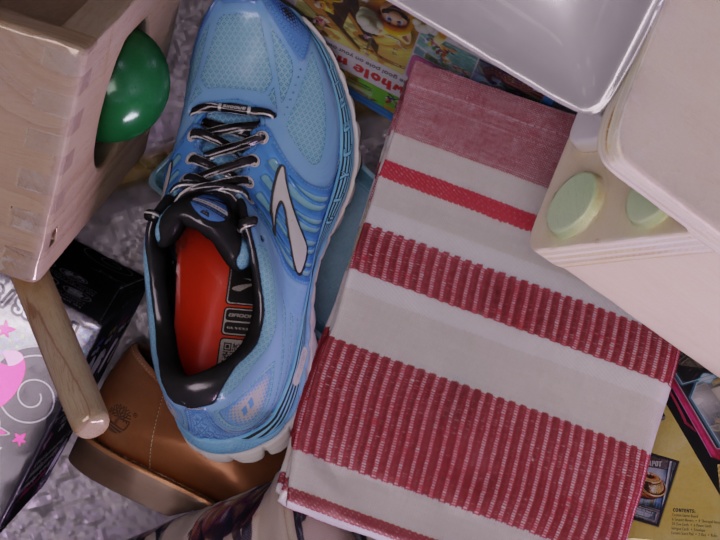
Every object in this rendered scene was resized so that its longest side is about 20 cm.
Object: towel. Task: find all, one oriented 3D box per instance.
[{"bbox_3d":[0.059,0.026,1.144,0.144,0.023,0.200,20,72,-5],"label":"towel"}]

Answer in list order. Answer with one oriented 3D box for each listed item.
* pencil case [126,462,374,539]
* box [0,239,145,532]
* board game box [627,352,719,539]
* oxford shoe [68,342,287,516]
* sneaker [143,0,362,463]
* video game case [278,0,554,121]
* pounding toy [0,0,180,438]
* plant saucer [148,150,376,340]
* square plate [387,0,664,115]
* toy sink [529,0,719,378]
[{"bbox_3d":[-0.083,0.144,1.180,0.200,0.089,0.078,-26,135,25],"label":"pencil case"},{"bbox_3d":[-0.212,0.017,1.202,0.200,0.132,0.115,27,100,1],"label":"box"},{"bbox_3d":[0.124,0.057,1.189,0.200,0.035,0.136,4,68,9],"label":"board game box"},{"bbox_3d":[-0.025,0.090,1.231,0.200,0.071,0.071,23,97,3],"label":"oxford shoe"},{"bbox_3d":[-0.048,-0.025,1.157,0.078,0.090,0.200,-2,75,15],"label":"sneaker"},{"bbox_3d":[0.034,-0.131,1.148,0.143,0.018,0.200,30,142,0],"label":"video game case"},{"bbox_3d":[-0.157,-0.059,1.111,0.200,0.184,0.142,18,115,5],"label":"pounding toy"},{"bbox_3d":[0.000,0.000,1.197,0.200,0.019,0.070,42,86,20],"label":"plant saucer"},{"bbox_3d":[0.049,-0.188,1.009,0.200,0.028,0.198,30,101,11],"label":"square plate"},{"bbox_3d":[0.151,-0.045,1.098,0.200,0.112,0.130,33,68,-29],"label":"toy sink"}]
